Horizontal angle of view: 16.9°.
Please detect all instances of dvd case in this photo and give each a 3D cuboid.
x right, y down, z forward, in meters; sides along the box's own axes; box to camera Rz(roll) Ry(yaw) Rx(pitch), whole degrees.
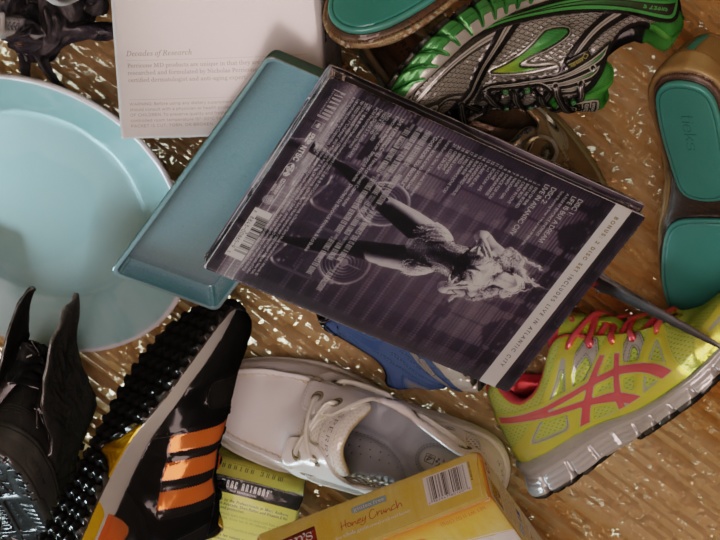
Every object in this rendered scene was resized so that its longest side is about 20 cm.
[{"bbox_3d":[0.035,-0.020,1.334,0.199,0.016,0.149,23,125,-19],"label":"dvd case"}]

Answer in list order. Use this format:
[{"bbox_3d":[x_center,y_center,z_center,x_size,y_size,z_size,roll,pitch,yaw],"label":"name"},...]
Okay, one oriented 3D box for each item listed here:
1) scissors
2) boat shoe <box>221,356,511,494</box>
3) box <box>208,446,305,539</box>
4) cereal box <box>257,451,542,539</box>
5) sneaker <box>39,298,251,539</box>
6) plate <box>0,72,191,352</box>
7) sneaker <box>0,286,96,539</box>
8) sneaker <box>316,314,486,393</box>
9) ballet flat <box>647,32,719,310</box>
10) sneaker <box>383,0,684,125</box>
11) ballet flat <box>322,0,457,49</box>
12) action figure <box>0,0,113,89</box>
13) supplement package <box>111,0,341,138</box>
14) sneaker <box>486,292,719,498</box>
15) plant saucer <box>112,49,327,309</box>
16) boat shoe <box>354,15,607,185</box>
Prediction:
[{"bbox_3d":[0.121,0.000,1.389,0.200,0.014,0.073,36,148,7],"label":"scissors"},{"bbox_3d":[-0.008,0.096,1.447,0.199,0.069,0.071,13,91,10],"label":"boat shoe"},{"bbox_3d":[-0.090,0.213,1.511,0.075,0.050,0.201,13,106,1],"label":"box"},{"bbox_3d":[0.043,0.193,1.444,0.143,0.040,0.200,-23,140,11],"label":"cereal box"},{"bbox_3d":[-0.109,0.115,1.439,0.090,0.070,0.201,35,80,-25],"label":"sneaker"},{"bbox_3d":[-0.192,-0.037,1.435,0.199,0.026,0.201,9,129,12],"label":"plate"},{"bbox_3d":[-0.191,0.108,1.476,0.060,0.105,0.200,12,145,15],"label":"sneaker"},{"bbox_3d":[0.000,0.000,1.416,0.089,0.079,0.200,-14,122,29],"label":"sneaker"},{"bbox_3d":[0.208,-0.047,1.402,0.068,0.063,0.201,9,130,22],"label":"ballet flat"},{"bbox_3d":[0.092,-0.115,1.330,0.199,0.078,0.085,-32,84,-7],"label":"sneaker"},{"bbox_3d":[0.053,-0.187,1.344,0.070,0.065,0.200,36,74,19],"label":"ballet flat"},{"bbox_3d":[-0.192,-0.195,1.372,0.118,0.102,0.201,15,107,36],"label":"action figure"},{"bbox_3d":[-0.076,-0.185,1.360,0.119,0.121,0.201,-2,106,5],"label":"supplement package"},{"bbox_3d":[0.150,0.054,1.420,0.200,0.078,0.091,-37,86,30],"label":"sneaker"},{"bbox_3d":[-0.066,-0.050,1.345,0.070,0.019,0.200,20,136,-21],"label":"plant saucer"},{"bbox_3d":[0.067,-0.082,1.408,0.200,0.063,0.073,42,105,-7],"label":"boat shoe"}]
